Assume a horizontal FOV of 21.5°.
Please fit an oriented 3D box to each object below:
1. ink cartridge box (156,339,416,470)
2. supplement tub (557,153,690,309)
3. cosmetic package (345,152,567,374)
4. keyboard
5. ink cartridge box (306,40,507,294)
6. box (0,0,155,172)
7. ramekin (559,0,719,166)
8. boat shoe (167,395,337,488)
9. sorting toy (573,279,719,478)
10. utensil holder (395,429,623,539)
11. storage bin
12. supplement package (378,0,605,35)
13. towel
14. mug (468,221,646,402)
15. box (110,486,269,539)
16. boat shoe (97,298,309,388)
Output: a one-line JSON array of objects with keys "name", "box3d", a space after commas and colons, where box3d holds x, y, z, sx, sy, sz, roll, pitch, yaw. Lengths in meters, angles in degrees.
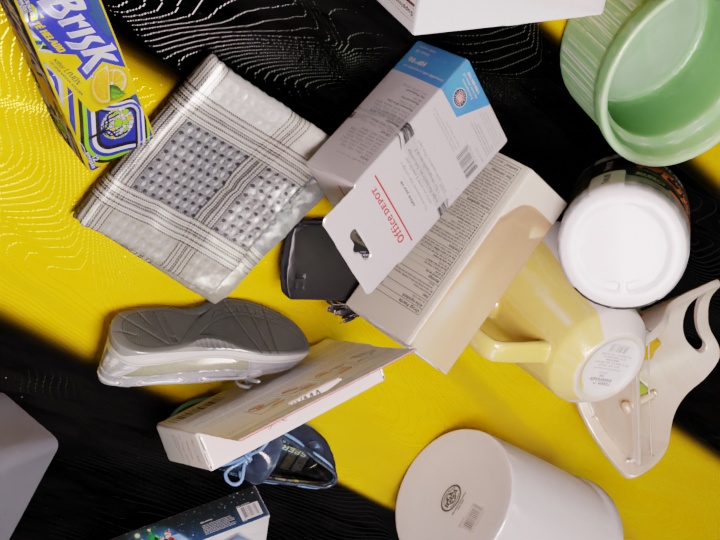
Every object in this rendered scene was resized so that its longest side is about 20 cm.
[{"name": "ink cartridge box", "box3d": [-0.063, 0.123, 1.736, 0.200, 0.174, 0.044, -26, 105, -27]}, {"name": "supplement tub", "box3d": [0.254, -0.043, 1.816, 0.122, 0.200, 0.123, 2, 105, 9]}, {"name": "cosmetic package", "box3d": [0.090, -0.015, 1.776, 0.200, 0.105, 0.071, -54, 134, -2]}, {"name": "keyboard", "box3d": [0.000, 0.000, 1.816, 0.200, 0.040, 0.104, 2, 103, -37]}, {"name": "ink cartridge box", "box3d": [0.030, -0.091, 1.692, 0.200, 0.068, 0.116, -48, 138, -16]}, {"name": "box", "box3d": [-0.229, -0.178, 1.483, 0.064, 0.070, 0.200, -31, 136, -13]}, {"name": "ramekin", "box3d": [0.285, -0.207, 1.785, 0.200, 0.098, 0.200, -18, 133, -21]}, {"name": "boat shoe", "box3d": [-0.097, 0.169, 1.851, 0.200, 0.069, 0.084, 10, 118, -38]}, {"name": "sorting toy", "box3d": [0.324, 0.091, 2.058, 0.180, 0.107, 0.200, -29, 135, -21]}, {"name": "utensil holder", "box3d": [0.158, 0.274, 2.041, 0.200, 0.170, 0.170, 30, 104, -42]}, {"name": "storage bin", "box3d": [-0.366, 0.193, 1.658, 0.200, 0.146, 0.134, -60, 160, 19]}, {"name": "supplement package", "box3d": [0.105, -0.320, 1.538, 0.191, 0.147, 0.200, -10, 129, -28]}, {"name": "towel", "box3d": [-0.124, -0.072, 1.664, 0.193, 0.035, 0.200, -49, 136, 8]}, {"name": "mug", "box3d": [0.193, 0.062, 1.900, 0.187, 0.153, 0.149, -29, 136, -11]}, {"name": "box", "box3d": [-0.192, 0.294, 1.876, 0.200, 0.038, 0.137, -18, 149, -20]}, {"name": "boat shoe", "box3d": [-0.143, 0.074, 1.745, 0.202, 0.074, 0.065, -3, 136, -33]}]
